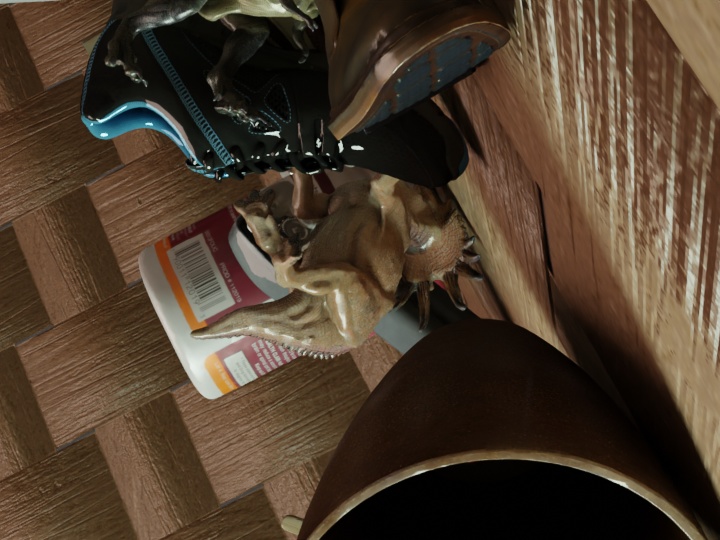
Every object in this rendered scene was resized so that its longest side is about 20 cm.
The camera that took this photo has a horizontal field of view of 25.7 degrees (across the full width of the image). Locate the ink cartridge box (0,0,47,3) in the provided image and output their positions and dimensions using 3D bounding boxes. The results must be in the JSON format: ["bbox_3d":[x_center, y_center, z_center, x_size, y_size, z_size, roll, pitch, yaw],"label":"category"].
[{"bbox_3d":[-0.190,-0.271,0.938,0.144,0.084,0.203,-10,93,59],"label":"ink cartridge box"}]

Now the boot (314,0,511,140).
[{"bbox_3d":[0.000,-0.107,0.589,0.098,0.074,0.200,61,180,-3],"label":"boot"}]

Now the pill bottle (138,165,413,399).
[{"bbox_3d":[-0.041,-0.006,1.077,0.115,0.198,0.114,64,178,5],"label":"pill bottle"}]

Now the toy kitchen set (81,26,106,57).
[{"bbox_3d":[-0.164,-0.269,1.203,0.201,0.179,0.163,59,176,5],"label":"toy kitchen set"}]

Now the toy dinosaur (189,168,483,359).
[{"bbox_3d":[0.000,0.000,0.915,0.085,0.200,0.136,16,144,44],"label":"toy dinosaur"}]

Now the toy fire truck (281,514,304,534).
[{"bbox_3d":[0.047,0.180,1.157,0.129,0.198,0.176,62,177,26],"label":"toy fire truck"}]

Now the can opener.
[{"bbox_3d":[0.006,0.021,0.999,0.199,0.053,0.067,38,136,-1],"label":"can opener"}]

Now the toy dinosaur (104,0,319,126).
[{"bbox_3d":[-0.071,-0.123,0.739,0.047,0.198,0.089,45,-118,-76],"label":"toy dinosaur"}]

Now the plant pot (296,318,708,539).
[{"bbox_3d":[0.059,0.109,0.711,0.200,0.185,0.188,-85,-28,-65],"label":"plant pot"}]

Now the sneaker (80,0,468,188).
[{"bbox_3d":[-0.044,-0.073,0.787,0.198,0.083,0.073,21,164,11],"label":"sneaker"}]

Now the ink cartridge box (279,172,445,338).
[{"bbox_3d":[-0.016,-0.072,1.265,0.201,0.084,0.146,63,178,-36],"label":"ink cartridge box"}]

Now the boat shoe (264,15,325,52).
[{"bbox_3d":[-0.060,-0.155,0.823,0.202,0.074,0.075,47,-138,-33],"label":"boat shoe"}]
